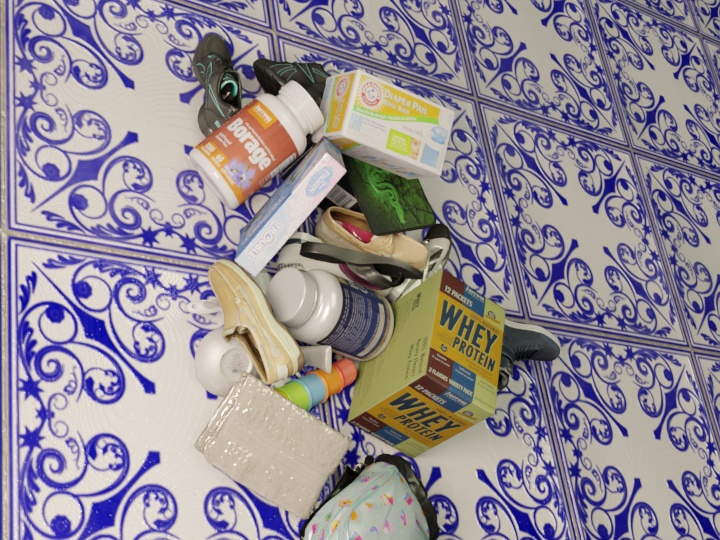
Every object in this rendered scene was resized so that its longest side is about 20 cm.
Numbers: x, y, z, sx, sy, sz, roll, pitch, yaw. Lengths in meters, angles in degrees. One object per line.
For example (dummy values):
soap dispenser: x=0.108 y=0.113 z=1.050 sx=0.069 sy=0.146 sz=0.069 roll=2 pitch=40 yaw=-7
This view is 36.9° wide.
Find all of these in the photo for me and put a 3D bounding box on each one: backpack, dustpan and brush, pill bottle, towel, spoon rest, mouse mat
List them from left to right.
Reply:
dustpan and brush: x=-0.180 y=0.057 z=1.581 sx=0.198 sy=0.057 sz=0.141 roll=-4 pitch=68 yaw=-41
pill bottle: x=-0.156 y=-0.198 z=1.659 sx=0.200 sy=0.112 sz=0.113 roll=-41 pitch=93 yaw=-10
spoon rest: x=-0.142 y=0.130 z=1.551 sx=0.197 sy=0.060 sz=0.101 roll=0 pitch=94 yaw=-22
towel: x=-0.119 y=0.242 z=1.490 sx=0.199 sy=0.034 sz=0.133 roll=34 pitch=85 yaw=-19
pill bottle: x=-0.048 y=0.062 z=1.622 sx=0.199 sy=0.110 sz=0.112 roll=24 pitch=49 yaw=-47
backpack: x=0.012 y=0.361 z=1.511 sx=0.199 sy=0.126 sz=0.168 roll=-27 pitch=87 yaw=-43
mouse mat: x=0.038 y=-0.155 z=1.788 sx=0.160 sy=0.008 sz=0.202 roll=-11 pitch=72 yaw=-43

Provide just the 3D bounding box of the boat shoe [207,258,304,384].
boat shoe: x=-0.161 y=0.070 z=1.494 sx=0.076 sy=0.072 sz=0.200 roll=-27 pitch=65 yaw=-31

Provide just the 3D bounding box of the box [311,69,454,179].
box: x=0.037 y=-0.231 z=1.730 sx=0.198 sy=0.101 sz=0.114 roll=17 pitch=82 yaw=-31

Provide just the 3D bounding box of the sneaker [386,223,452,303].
sneaker: x=0.096 y=-0.017 z=1.850 sx=0.088 sy=0.074 sz=0.201 roll=33 pitch=51 yaw=-14

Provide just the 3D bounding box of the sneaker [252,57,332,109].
sneaker: x=-0.102 y=-0.313 z=1.811 sx=0.079 sy=0.076 sz=0.199 roll=-41 pitch=53 yaw=-20

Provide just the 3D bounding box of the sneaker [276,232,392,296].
sneaker: x=-0.042 y=0.013 z=1.720 sx=0.198 sy=0.076 sz=0.081 roll=19 pitch=52 yaw=-17

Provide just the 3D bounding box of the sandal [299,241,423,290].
sandal: x=-0.001 y=0.000 z=1.672 sx=0.198 sy=0.075 sz=0.049 roll=12 pitch=79 yaw=-13

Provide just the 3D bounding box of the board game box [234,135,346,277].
board game box: x=-0.103 y=-0.100 z=1.587 sx=0.043 sy=0.200 sz=0.199 roll=40 pitch=8 yaw=-13

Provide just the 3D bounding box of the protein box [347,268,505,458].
protein box: x=0.104 y=0.146 z=1.666 sx=0.134 sy=0.200 sz=0.200 roll=31 pitch=48 yaw=-21

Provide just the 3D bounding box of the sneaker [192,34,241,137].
sneaker: x=-0.221 y=-0.307 z=1.748 sx=0.075 sy=0.079 sz=0.202 roll=10 pitch=57 yaw=-34

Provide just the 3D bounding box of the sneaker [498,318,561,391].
sneaker: x=0.267 y=0.157 z=1.877 sx=0.200 sy=0.077 sz=0.147 roll=18 pitch=42 yaw=-19

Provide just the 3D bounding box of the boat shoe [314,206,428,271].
boat shoe: x=0.024 y=-0.051 z=1.775 sx=0.197 sy=0.069 sz=0.074 roll=16 pitch=52 yaw=-8

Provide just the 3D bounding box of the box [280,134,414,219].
box: x=-0.009 y=-0.185 z=1.844 sx=0.199 sy=0.104 sz=0.183 roll=37 pitch=48 yaw=-17

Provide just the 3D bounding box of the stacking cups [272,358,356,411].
stacking cups: x=-0.078 y=0.185 z=1.596 sx=0.199 sy=0.060 sz=0.061 roll=-19 pitch=77 yaw=-48
